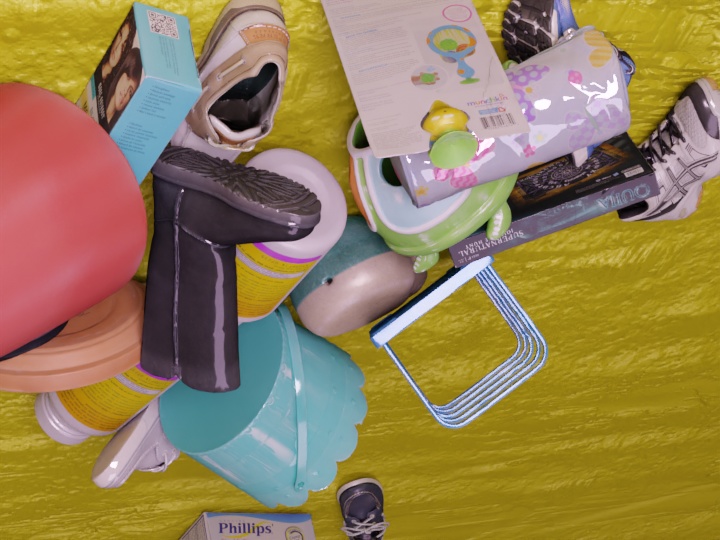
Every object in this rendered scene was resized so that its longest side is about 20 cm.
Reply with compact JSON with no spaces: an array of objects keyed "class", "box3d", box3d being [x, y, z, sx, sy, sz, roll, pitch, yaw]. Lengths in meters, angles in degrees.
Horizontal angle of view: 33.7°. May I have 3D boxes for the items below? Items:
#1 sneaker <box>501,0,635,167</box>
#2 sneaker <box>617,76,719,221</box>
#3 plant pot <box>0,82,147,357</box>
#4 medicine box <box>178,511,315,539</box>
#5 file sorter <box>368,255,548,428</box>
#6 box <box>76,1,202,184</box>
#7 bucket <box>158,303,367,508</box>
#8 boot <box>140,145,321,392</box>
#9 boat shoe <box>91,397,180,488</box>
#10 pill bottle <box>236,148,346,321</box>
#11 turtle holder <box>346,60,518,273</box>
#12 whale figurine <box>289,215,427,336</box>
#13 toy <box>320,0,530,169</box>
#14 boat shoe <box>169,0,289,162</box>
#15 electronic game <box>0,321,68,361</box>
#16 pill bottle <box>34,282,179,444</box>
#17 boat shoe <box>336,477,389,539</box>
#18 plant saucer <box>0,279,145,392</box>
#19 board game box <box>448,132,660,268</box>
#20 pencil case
[{"class":"sneaker","box3d":[0.188,-0.185,1.046,0.089,0.079,0.200,-37,142,-4]},{"class":"sneaker","box3d":[0.308,-0.109,1.192,0.087,0.076,0.201,-10,146,-9]},{"class":"plant pot","box3d":[-0.291,-0.021,0.903,0.199,0.177,0.202,13,123,21]},{"class":"medicine box","box3d":[-0.186,0.454,1.804,0.181,0.104,0.200,7,142,-31]},{"class":"file sorter","box3d":[0.099,0.071,1.205,0.138,0.123,0.200,-37,179,-1]},{"class":"box","box3d":[-0.198,-0.115,0.966,0.049,0.083,0.200,11,139,-33]},{"class":"bucket","box3d":[-0.108,0.138,1.279,0.206,0.208,0.135,-30,137,22]},{"class":"boot","box3d":[-0.111,0.015,0.987,0.065,0.164,0.202,-22,128,-50]},{"class":"boat shoe","box3d":[-0.225,0.183,1.302,0.072,0.200,0.069,-39,100,24]},{"class":"pill bottle","box3d":[-0.099,-0.019,1.106,0.103,0.105,0.200,5,150,-29]},{"class":"turtle holder","box3d":[0.071,-0.096,1.049,0.185,0.142,0.132,-11,136,43]},{"class":"whale figurine","box3d":[0.000,0.000,1.231,0.158,0.104,0.200,-33,168,20]},{"class":"toy","box3d":[0.044,-0.148,0.903,0.114,0.201,0.047,-11,136,-7]},{"class":"boat shoe","box3d":[-0.112,-0.133,0.987,0.074,0.069,0.200,1,144,-24]},{"class":"electronic game","box3d":[-0.348,0.023,1.017,0.198,0.200,0.042,0,118,-22]},{"class":"pill bottle","box3d":[-0.260,0.106,1.250,0.104,0.105,0.200,19,133,-42]},{"class":"boat shoe","box3d":[0.004,0.377,1.806,0.074,0.062,0.201,-9,146,-6]},{"class":"plant saucer","box3d":[-0.279,0.045,1.085,0.198,0.201,0.033,-6,119,-14]},{"class":"board game box","box3d":[0.173,-0.075,1.138,0.198,0.136,0.028,-19,116,8]},{"class":"pencil case","box3d":[0.115,-0.122,0.950,0.198,0.083,0.091,-21,114,1]}]
